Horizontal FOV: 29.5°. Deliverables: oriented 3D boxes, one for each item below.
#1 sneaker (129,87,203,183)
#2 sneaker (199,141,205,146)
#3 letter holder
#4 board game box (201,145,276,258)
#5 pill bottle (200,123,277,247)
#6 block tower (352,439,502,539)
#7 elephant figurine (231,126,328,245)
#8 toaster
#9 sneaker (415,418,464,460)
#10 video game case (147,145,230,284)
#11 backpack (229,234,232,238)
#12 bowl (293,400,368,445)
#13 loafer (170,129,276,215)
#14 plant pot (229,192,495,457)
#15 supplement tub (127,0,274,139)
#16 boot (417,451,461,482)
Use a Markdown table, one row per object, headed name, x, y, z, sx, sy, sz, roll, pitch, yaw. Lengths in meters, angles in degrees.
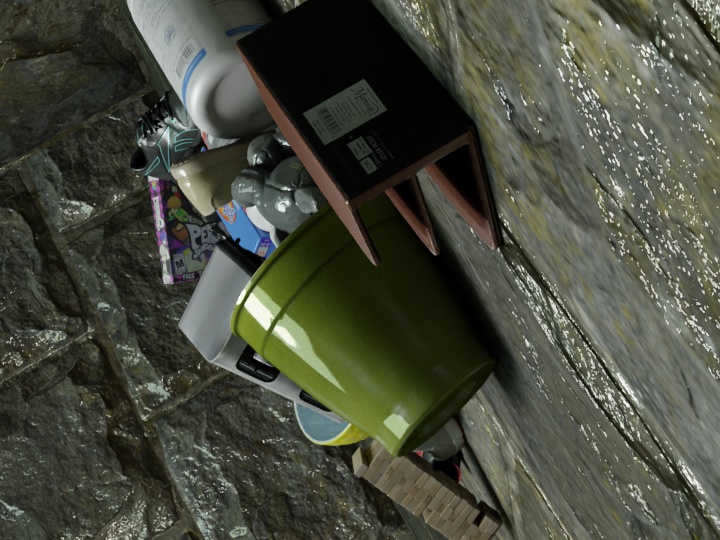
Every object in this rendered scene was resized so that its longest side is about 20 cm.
| name | x | y | z | sx | sy | sz | roll | pitch | yaw |
| --- | --- | --- | --- | --- | --- | --- | --- | --- | --- |
| sneaker | -0.238 | -0.178 | 1.712 | 0.201 | 0.078 | 0.076 | 115 | 151 | -49 |
| sneaker | -0.180 | -0.213 | 1.833 | 0.076 | 0.114 | 0.200 | 61 | 173 | -6 |
| letter holder | 0.008 | -0.091 | 1.016 | 0.201 | 0.100 | 0.143 | 56 | 173 | 40 |
| board game box | -0.105 | -0.077 | 1.714 | 0.201 | 0.150 | 0.045 | 56 | 131 | 43 |
| pill bottle | -0.099 | -0.119 | 1.605 | 0.201 | 0.115 | 0.116 | 58 | 172 | 28 |
| block tower | 0.085 | 0.275 | 1.695 | 0.199 | 0.058 | 0.054 | 35 | -171 | -11 |
| elephant figurine | -0.028 | -0.055 | 1.413 | 0.140 | 0.156 | 0.201 | -4 | 138 | 35 |
| toaster | -0.088 | 0.059 | 1.485 | 0.180 | 0.120 | 0.200 | 29 | -177 | -28 |
| sneaker | 0.068 | 0.191 | 1.662 | 0.076 | 0.092 | 0.201 | 46 | 168 | 29 |
| video game case | -0.189 | -0.088 | 1.867 | 0.036 | 0.198 | 0.184 | 0 | 99 | 56 |
| backpack | -0.080 | 0.036 | 1.836 | 0.201 | 0.176 | 0.151 | 61 | 179 | -33 |
| bowl | 0.010 | 0.125 | 1.711 | 0.106 | 0.202 | 0.200 | 15 | -161 | -29 |
| loafer | -0.116 | -0.109 | 1.472 | 0.075 | 0.198 | 0.069 | -1 | 105 | 51 |
| plant pot | 0.016 | 0.059 | 1.252 | 0.193 | 0.200 | 0.201 | 47 | 170 | 15 |
| supplement tub | -0.158 | -0.250 | 1.470 | 0.201 | 0.131 | 0.133 | 58 | 172 | 34 |
| boot | 0.089 | 0.248 | 1.869 | 0.145 | 0.072 | 0.201 | 57 | 168 | 25 |
